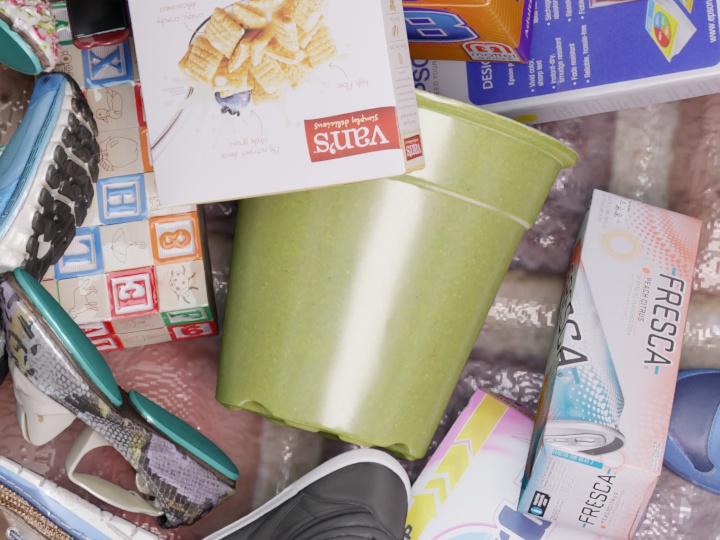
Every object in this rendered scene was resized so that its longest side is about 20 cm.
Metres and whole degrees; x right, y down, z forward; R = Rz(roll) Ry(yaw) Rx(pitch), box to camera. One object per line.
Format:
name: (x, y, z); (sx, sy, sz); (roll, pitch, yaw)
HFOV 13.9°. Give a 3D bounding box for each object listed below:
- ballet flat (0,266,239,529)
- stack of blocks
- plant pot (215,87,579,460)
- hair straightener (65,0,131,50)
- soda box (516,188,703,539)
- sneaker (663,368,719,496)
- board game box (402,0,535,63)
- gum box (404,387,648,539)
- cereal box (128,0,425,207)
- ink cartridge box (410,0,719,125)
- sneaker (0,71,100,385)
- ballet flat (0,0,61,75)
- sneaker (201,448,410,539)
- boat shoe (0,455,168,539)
ballet flat: (-0.148, 0.081, 1.629); (0.072, 0.200, 0.072); (-28, 37, 23)
stack of blocks: (-0.153, -0.057, 1.725); (0.115, 0.059, 0.200); (-8, 72, 1)
plant pot: (0.000, 0.000, 1.645); (0.200, 0.200, 0.190); (16, 86, 8)
hair straightener: (-0.161, -0.212, 1.731); (0.041, 0.077, 0.200); (-9, 37, 2)
soda box: (0.139, 0.049, 1.624); (0.068, 0.064, 0.200); (15, 46, 0)
sneaker: (0.250, 0.099, 1.638); (0.200, 0.082, 0.074); (20, 75, 13)
board game box: (-0.010, -0.246, 1.679); (0.200, 0.200, 0.200); (3, 75, 18)
gum box: (0.066, 0.173, 1.633); (0.113, 0.066, 0.200); (32, 77, 12)
cereal box: (-0.051, -0.140, 1.547); (0.144, 0.040, 0.201); (-8, 93, 21)
ink cartridge box: (0.119, -0.187, 1.752); (0.200, 0.047, 0.198); (-9, 72, 17)
sneaker: (-0.215, -0.028, 1.650); (0.090, 0.078, 0.200); (21, 73, 16)
ballet flat: (-0.227, -0.169, 1.722); (0.200, 0.076, 0.064); (24, 64, 45)
sneaker: (-0.054, 0.182, 1.576); (0.200, 0.099, 0.071); (-39, 110, 15)
boat shoe: (-0.187, 0.153, 1.653); (0.200, 0.072, 0.072); (24, 77, 11)
